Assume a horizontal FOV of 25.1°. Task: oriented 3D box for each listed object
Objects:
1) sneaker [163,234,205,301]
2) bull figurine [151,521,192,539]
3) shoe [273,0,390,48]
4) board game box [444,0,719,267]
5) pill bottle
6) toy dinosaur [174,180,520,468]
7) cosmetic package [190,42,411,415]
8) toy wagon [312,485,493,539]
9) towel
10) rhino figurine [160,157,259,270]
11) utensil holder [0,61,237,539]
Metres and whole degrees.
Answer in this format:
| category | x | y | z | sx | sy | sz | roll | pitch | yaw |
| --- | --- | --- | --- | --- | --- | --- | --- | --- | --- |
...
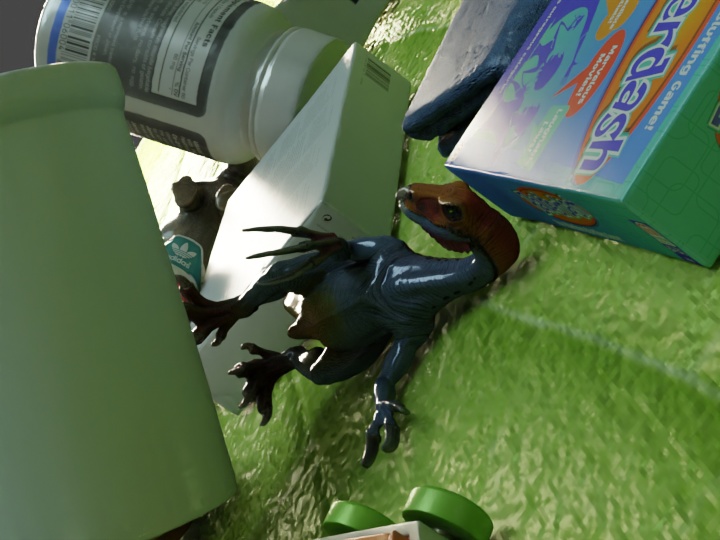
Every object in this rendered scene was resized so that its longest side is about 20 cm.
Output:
| category | x | y | z | sx | sy | sz | roll | pitch | yaw |
| --- | --- | --- | --- | --- | --- | --- | --- | --- | --- |
| sneaker | -0.134 | 0.032 | 1.071 | 0.094 | 0.070 | 0.200 | -61 | 2 | -17 |
| bull figurine | -0.129 | 0.130 | 0.902 | 0.122 | 0.065 | 0.200 | -63 | 11 | 0 |
| shoe | -0.028 | -0.194 | 1.244 | 0.200 | 0.071 | 0.091 | -52 | 11 | -20 |
| board game box | 0.118 | -0.086 | 0.633 | 0.153 | 0.045 | 0.200 | -57 | 16 | -3 |
| pill bottle | -0.114 | -0.140 | 1.123 | 0.114 | 0.199 | 0.114 | 18 | -90 | -73 |
| toy dinosaur | 0.000 | 0.000 | 0.753 | 0.181 | 0.105 | 0.200 | -24 | 17 | 26 |
| cosmetic package | -0.037 | -0.030 | 0.975 | 0.151 | 0.052 | 0.200 | -46 | 18 | 29 |
| toy wagon | -0.006 | 0.146 | 0.548 | 0.200 | 0.039 | 0.156 | -27 | 33 | 61 |
| towel | 0.097 | -0.149 | 0.818 | 0.112 | 0.048 | 0.201 | -28 | 31 | 60 |
| rhino figurine | -0.108 | -0.040 | 1.181 | 0.201 | 0.060 | 0.088 | -59 | -10 | -14 |
| utensil holder | -0.159 | 0.029 | 0.723 | 0.169 | 0.201 | 0.170 | -18 | 1 | 0 |
